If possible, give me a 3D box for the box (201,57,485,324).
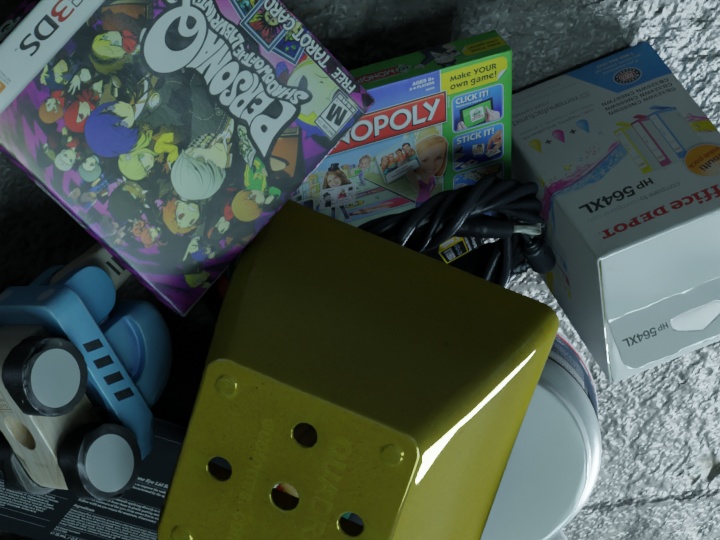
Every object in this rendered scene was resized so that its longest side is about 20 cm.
[{"bbox_3d":[-0.024,-0.025,1.618,0.193,0.048,0.200,-29,136,-4],"label":"box"}]

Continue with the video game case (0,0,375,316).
[{"bbox_3d":[-0.118,-0.104,1.418,0.181,0.036,0.200,-48,113,-8],"label":"video game case"}]

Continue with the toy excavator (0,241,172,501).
[{"bbox_3d":[-0.166,0.018,1.478,0.200,0.100,0.195,-43,115,-33],"label":"toy excavator"}]

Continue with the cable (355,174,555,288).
[{"bbox_3d":[0.034,0.008,1.563,0.200,0.051,0.163,-23,156,-2],"label":"cable"}]

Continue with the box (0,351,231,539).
[{"bbox_3d":[-0.186,0.114,1.605,0.200,0.079,0.141,21,127,-32],"label":"box"}]

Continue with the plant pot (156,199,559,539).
[{"bbox_3d":[-0.019,0.102,1.442,0.200,0.176,0.200,23,114,10],"label":"plant pot"}]

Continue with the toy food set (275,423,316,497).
[{"bbox_3d":[-0.033,0.135,1.685,0.200,0.049,0.198,-52,176,22],"label":"toy food set"}]

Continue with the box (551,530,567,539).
[{"bbox_3d":[0.092,0.300,1.863,0.171,0.199,0.200,-20,137,-13],"label":"box"}]

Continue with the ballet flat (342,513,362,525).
[{"bbox_3d":[0.003,0.183,1.715,0.073,0.073,0.200,-32,170,1],"label":"ballet flat"}]

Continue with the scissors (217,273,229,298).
[{"bbox_3d":[0.000,0.000,1.609,0.200,0.014,0.073,-15,131,-12],"label":"scissors"}]

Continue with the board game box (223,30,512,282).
[{"bbox_3d":[0.004,-0.069,1.537,0.200,0.029,0.135,-17,132,-17],"label":"board game box"}]

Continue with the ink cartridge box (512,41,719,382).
[{"bbox_3d":[0.190,-0.034,1.614,0.128,0.200,0.125,-22,136,-9],"label":"ink cartridge box"}]

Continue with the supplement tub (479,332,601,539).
[{"bbox_3d":[0.095,0.111,1.630,0.140,0.200,0.141,1,99,5],"label":"supplement tub"}]
